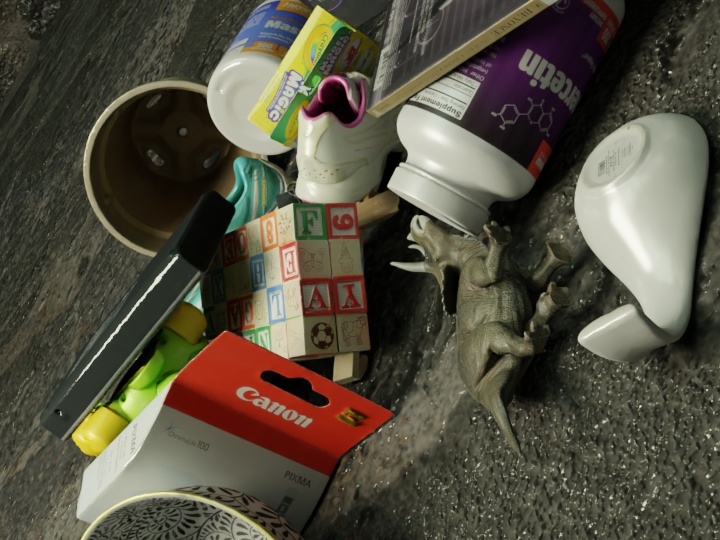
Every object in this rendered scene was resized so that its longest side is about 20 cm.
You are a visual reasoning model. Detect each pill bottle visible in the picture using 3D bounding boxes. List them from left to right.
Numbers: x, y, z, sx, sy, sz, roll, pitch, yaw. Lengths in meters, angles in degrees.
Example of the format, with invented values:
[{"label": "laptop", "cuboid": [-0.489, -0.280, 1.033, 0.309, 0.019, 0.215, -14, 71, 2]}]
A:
[{"label": "pill bottle", "cuboid": [-0.081, -0.219, 1.102, 0.112, 0.112, 0.201, -38, 21, 35]}, {"label": "pill bottle", "cuboid": [0.100, -0.131, 0.758, 0.201, 0.112, 0.112, -62, 29, 2]}]

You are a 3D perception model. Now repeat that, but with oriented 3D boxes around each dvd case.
[{"label": "dvd case", "cuboid": [0.078, -0.206, 0.720, 0.199, 0.016, 0.150, -26, 46, 51]}]

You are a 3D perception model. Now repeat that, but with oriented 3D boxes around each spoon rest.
[{"label": "spoon rest", "cuboid": [0.168, -0.021, 0.630, 0.099, 0.060, 0.201, -34, 27, 39]}]

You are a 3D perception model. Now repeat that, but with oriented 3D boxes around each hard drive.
[{"label": "hard drive", "cuboid": [-0.184, 0.033, 0.874, 0.200, 0.033, 0.140, -48, 13, 21]}]

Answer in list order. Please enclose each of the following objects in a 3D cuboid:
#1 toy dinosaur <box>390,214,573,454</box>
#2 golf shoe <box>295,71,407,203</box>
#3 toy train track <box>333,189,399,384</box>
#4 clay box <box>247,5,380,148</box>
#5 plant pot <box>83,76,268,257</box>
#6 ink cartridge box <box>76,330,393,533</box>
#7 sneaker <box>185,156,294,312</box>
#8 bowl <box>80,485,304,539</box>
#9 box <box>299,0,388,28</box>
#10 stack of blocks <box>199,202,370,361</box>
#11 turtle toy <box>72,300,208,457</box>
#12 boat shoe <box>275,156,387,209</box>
[{"label": "toy dinosaur", "cuboid": [0.092, 0.037, 0.691, 0.103, 0.076, 0.202, 123, 142, -47]}, {"label": "golf shoe", "cuboid": [0.007, -0.136, 0.884, 0.075, 0.092, 0.200, 8, 39, 24]}, {"label": "toy train track", "cuboid": [0.000, 0.000, 0.891, 0.114, 0.032, 0.202, -21, 56, 42]}, {"label": "clay box", "cuboid": [-0.030, -0.165, 0.941, 0.115, 0.047, 0.200, -56, -14, 11]}, {"label": "plant pot", "cuboid": [-0.209, -0.139, 1.206, 0.201, 0.199, 0.184, -54, 20, 14]}, {"label": "ink cartridge box", "cuboid": [-0.094, 0.146, 0.787, 0.200, 0.159, 0.048, -43, 33, 30]}, {"label": "sneaker", "cuboid": [-0.146, -0.028, 1.101, 0.201, 0.079, 0.077, -61, 29, 4]}, {"label": "bowl", "cuboid": [-0.098, 0.229, 0.749, 0.201, 0.201, 0.094, -46, -2, 26]}, {"label": "box", "cuboid": [0.012, -0.313, 0.919, 0.199, 0.122, 0.107, -14, 54, 54]}, {"label": "stack of blocks", "cuboid": [-0.071, 0.020, 0.877, 0.199, 0.058, 0.117, -15, 79, 59]}, {"label": "turtle toy", "cuboid": [-0.158, 0.110, 0.885, 0.146, 0.101, 0.200, -57, 13, -20]}, {"label": "boat shoe", "cuboid": [-0.047, -0.053, 0.982, 0.200, 0.062, 0.075, -48, 30, 22]}]
